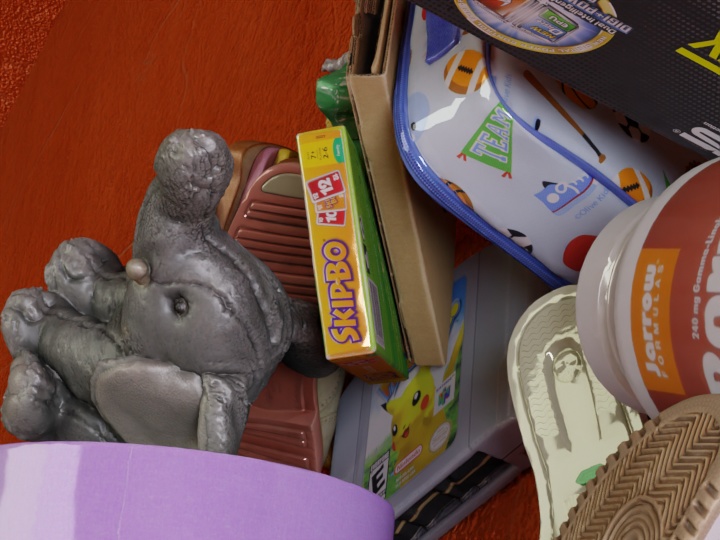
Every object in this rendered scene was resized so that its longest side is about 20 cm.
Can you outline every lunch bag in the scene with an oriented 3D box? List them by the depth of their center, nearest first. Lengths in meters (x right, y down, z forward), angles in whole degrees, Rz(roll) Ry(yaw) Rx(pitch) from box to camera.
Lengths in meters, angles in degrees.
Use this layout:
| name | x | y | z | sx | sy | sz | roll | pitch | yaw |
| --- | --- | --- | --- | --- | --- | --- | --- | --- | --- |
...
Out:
| name | x | y | z | sx | sy | sz | roll | pitch | yaw |
| --- | --- | --- | --- | --- | --- | --- | --- | --- | --- |
| lunch bag | 0.085 | -0.092 | 0.798 | 0.075 | 0.160 | 0.201 | -36 | 34 | 37 |

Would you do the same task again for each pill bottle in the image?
| name | x | y | z | sx | sy | sz | roll | pitch | yaw |
| --- | --- | --- | --- | --- | --- | --- | --- | --- | --- |
| pill bottle | 0.153 | 0.015 | 0.585 | 0.200 | 0.112 | 0.113 | 1 | 69 | 68 |

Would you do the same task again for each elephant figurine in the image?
| name | x | y | z | sx | sy | sz | roll | pitch | yaw |
| --- | --- | --- | --- | --- | --- | --- | --- | --- | --- |
| elephant figurine | -0.078 | 0.036 | 0.830 | 0.199 | 0.154 | 0.143 | -15 | 63 | 51 |

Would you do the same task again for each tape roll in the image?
| name | x | y | z | sx | sy | sz | roll | pitch | yaw |
| --- | --- | --- | --- | --- | --- | --- | --- | --- | --- |
| tape roll | -0.086 | 0.130 | 0.785 | 0.200 | 0.199 | 0.066 | -28 | 53 | 60 |

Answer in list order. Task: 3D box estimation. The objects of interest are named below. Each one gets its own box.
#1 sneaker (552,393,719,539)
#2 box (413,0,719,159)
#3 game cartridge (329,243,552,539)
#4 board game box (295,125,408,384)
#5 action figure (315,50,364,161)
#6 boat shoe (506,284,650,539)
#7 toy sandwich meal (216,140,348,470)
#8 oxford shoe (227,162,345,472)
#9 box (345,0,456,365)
| name | x | y | z | sx | sy | sz | roll | pitch | yaw |
| --- | --- | --- | --- | --- | --- | --- | --- | --- | --- |
| sneaker | 0.105 | 0.137 | 0.573 | 0.201 | 0.108 | 0.070 | -62 | 16 | 20 |
| box | 0.134 | -0.096 | 0.605 | 0.160 | 0.199 | 0.045 | -25 | 44 | 60 |
| game cartridge | 0.041 | 0.071 | 0.923 | 0.200 | 0.040 | 0.134 | -46 | 25 | 43 |
| board game box | 0.000 | 0.000 | 0.830 | 0.200 | 0.030 | 0.096 | 39 | -137 | -79 |
| action figure | 0.004 | -0.077 | 0.944 | 0.200 | 0.054 | 0.119 | 46 | -133 | -81 |
| boat shoe | 0.105 | 0.107 | 0.695 | 0.071 | 0.067 | 0.202 | -19 | 59 | 30 |
| toy sandwich meal | -0.050 | 0.031 | 1.042 | 0.070 | 0.205 | 0.207 | 1 | 65 | 34 |
| oxford shoe | -0.039 | 0.028 | 0.961 | 0.074 | 0.070 | 0.202 | -58 | -21 | -61 |
| box | 0.025 | -0.079 | 0.868 | 0.201 | 0.021 | 0.164 | 76 | -164 | -48 |
